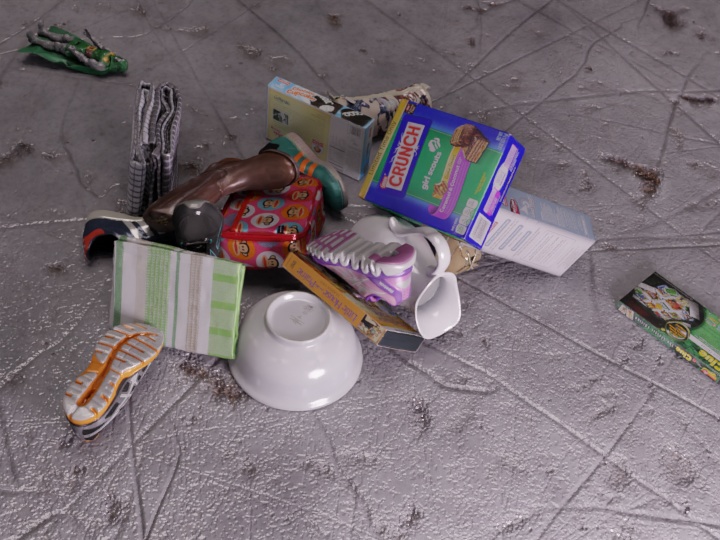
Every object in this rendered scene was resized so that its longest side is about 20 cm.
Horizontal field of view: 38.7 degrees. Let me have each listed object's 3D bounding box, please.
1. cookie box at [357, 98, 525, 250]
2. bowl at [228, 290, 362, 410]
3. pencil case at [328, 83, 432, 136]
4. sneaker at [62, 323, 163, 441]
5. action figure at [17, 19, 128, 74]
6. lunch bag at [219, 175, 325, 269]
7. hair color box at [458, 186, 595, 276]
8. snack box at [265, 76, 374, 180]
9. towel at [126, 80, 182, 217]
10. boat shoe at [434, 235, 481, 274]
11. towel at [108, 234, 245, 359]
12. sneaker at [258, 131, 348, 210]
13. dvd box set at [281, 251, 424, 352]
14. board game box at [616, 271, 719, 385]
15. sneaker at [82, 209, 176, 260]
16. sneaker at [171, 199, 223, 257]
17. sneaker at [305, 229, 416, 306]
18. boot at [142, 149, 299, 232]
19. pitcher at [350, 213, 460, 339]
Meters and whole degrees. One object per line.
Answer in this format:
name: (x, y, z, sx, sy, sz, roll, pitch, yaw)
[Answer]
cookie box: (0.121, -0.147, 1.548, 0.199, 0.075, 0.173, 23, 88, 31)
bowl: (-0.091, 0.096, 1.479, 0.198, 0.091, 0.203, 4, 47, -4)
pencil case: (0.033, -0.289, 1.859, 0.198, 0.090, 0.078, -14, 49, -21)
sneaker: (-0.339, 0.149, 1.408, 0.078, 0.078, 0.200, 23, 45, 15)
action figure: (-0.527, -0.414, 1.929, 0.198, 0.055, 0.119, 21, 45, 6)
lunch bag: (-0.152, -0.078, 1.622, 0.174, 0.083, 0.201, 1, 32, 8)
hair color box: (0.261, -0.065, 1.625, 0.198, 0.099, 0.061, 16, 47, -23)
snack box: (-0.074, -0.248, 1.786, 0.198, 0.117, 0.037, 26, 48, 16)
towel: (-0.331, -0.184, 1.660, 0.084, 0.167, 0.201, 4, 46, -12)
boat shoe: (0.165, -0.035, 1.652, 0.064, 0.073, 0.200, 21, 42, 14)
towel: (-0.263, 0.038, 1.468, 0.198, 0.151, 0.031, 12, 17, 13)
sneaker: (-0.099, -0.157, 1.735, 0.079, 0.072, 0.200, -27, 51, -24)
dvd box set: (-0.010, 0.047, 1.516, 0.199, 0.030, 0.146, 39, 10, 26)
board game box: (0.513, 0.088, 1.614, 0.104, 0.024, 0.200, -29, 56, -33)
sneaker: (-0.334, -0.040, 1.592, 0.197, 0.075, 0.085, 0, 51, 2)
sneaker: (-0.233, -0.025, 1.501, 0.074, 0.201, 0.080, -6, 55, -7)
sneaker: (0.000, 0.000, 1.483, 0.199, 0.089, 0.080, 17, 38, 42)
boot: (-0.213, -0.115, 1.549, 0.185, 0.065, 0.200, -2, 24, 39)
pitcher: (0.065, -0.021, 1.531, 0.120, 0.173, 0.200, -20, 43, -29)
